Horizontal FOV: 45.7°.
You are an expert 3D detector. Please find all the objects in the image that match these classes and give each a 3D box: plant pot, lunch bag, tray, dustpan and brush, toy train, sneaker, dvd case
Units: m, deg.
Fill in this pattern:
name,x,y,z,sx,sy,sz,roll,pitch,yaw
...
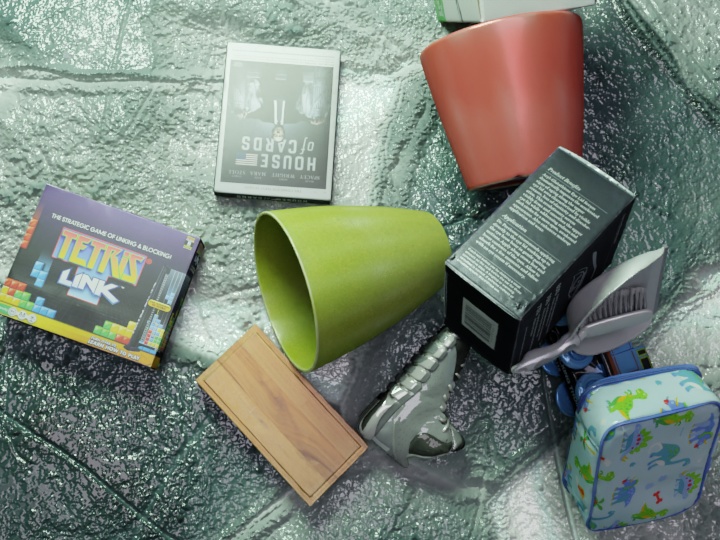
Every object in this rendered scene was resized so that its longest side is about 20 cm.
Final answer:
name,x,y,z,sx,sy,sz,roll,pitch,yaw
plant pot,0.184,-0.196,1.038,0.199,0.200,0.179,-10,91,-6
lunch bag,0.321,0.203,0.970,0.159,0.201,0.083,-11,39,-7
tray,-0.093,0.171,1.020,0.099,0.037,0.200,-43,86,-10
dustpan and brush,0.253,0.062,0.943,0.198,0.140,0.058,-18,52,-1
toy train,0.280,0.091,1.040,0.113,0.087,0.202,-16,79,-16
plant pot,0.000,0.000,1.000,0.199,0.187,0.189,-16,81,-22
sneaker,0.099,0.153,1.025,0.115,0.075,0.200,44,89,-2
dvd case,-0.105,-0.189,1.089,0.149,0.025,0.202,4,79,-3

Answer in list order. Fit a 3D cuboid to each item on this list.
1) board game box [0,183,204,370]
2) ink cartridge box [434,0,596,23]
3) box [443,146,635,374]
name,x,y,z,sx,sy,sz,roll,pitch,yaw
board game box,-0.309,0.009,1.023,0.198,0.057,0.167,19,80,-1
ink cartridge box,0.180,-0.354,1.043,0.145,0.200,0.085,-11,108,-6
box,0.193,-0.009,0.945,0.104,0.148,0.200,38,70,22
